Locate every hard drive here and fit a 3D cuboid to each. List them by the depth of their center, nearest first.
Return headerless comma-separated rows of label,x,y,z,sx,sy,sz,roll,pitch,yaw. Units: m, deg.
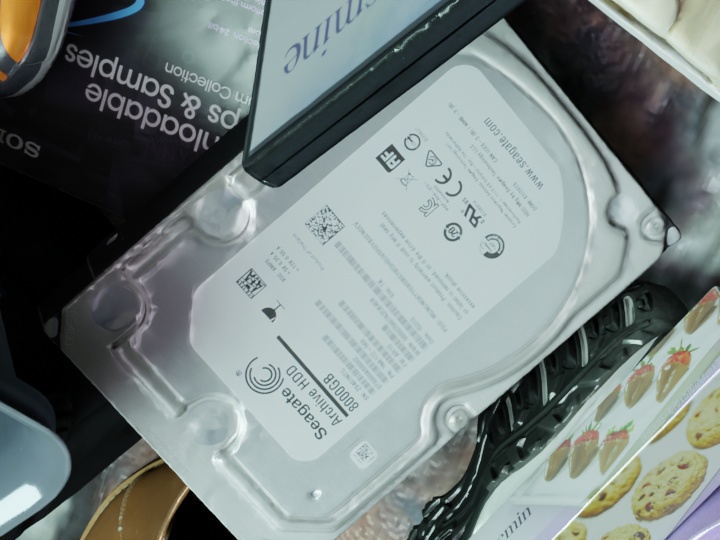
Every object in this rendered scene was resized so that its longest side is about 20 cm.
hard drive,0.000,0.000,1.016,0.200,0.038,0.140,-40,109,3

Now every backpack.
backpack,-0.176,0.012,1.104,0.200,0.163,0.154,46,143,7

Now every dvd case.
dvd case,0.019,-0.136,0.879,0.017,0.201,0.142,29,137,-27

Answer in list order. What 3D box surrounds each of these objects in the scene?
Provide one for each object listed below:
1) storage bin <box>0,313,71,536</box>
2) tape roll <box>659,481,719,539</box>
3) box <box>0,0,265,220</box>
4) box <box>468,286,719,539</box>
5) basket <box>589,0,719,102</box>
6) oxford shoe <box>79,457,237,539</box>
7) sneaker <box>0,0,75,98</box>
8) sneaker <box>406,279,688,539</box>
storage bin,-0.202,0.043,0.968,0.199,0.135,0.145,-34,136,24
tape roll,0.195,0.148,1.033,0.199,0.066,0.201,7,121,11
box,-0.065,-0.115,1.040,0.142,0.036,0.201,23,110,16
box,0.082,0.092,1.018,0.041,0.039,0.200,31,114,-27
basket,0.149,-0.145,0.857,0.135,0.123,0.200,36,101,-9
oxford shoe,-0.078,0.117,1.156,0.071,0.071,0.200,41,124,0
sneaker,-0.169,-0.161,1.003,0.077,0.112,0.201,-23,72,45
sneaker,0.079,0.087,1.081,0.079,0.074,0.201,21,120,-13
